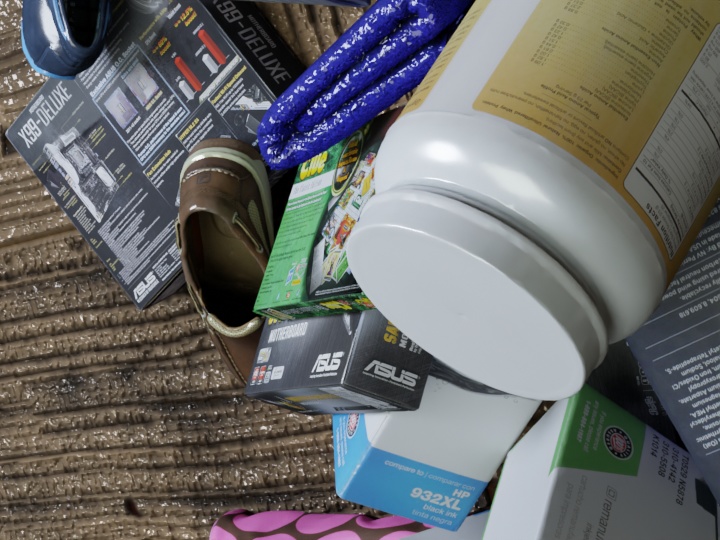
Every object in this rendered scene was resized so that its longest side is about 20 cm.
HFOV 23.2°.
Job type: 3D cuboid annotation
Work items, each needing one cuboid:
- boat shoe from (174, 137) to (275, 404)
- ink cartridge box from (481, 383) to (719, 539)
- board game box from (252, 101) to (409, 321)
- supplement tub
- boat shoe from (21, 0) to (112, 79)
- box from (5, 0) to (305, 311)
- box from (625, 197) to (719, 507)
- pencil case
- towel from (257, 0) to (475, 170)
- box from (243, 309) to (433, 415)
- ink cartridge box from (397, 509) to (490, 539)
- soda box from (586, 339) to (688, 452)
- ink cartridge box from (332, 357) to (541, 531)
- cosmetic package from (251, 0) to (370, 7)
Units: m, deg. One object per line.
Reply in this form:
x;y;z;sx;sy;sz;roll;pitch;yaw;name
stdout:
-0.079;0.018;1.115;0.074;0.075;0.204;-6;128;14;boat shoe
0.162;0.176;0.922;0.199;0.147;0.085;32;129;-7;ink cartridge box
-0.008;-0.028;0.934;0.023;0.200;0.106;18;81;-17;board game box
0.095;-0.058;0.800;0.144;0.201;0.145;29;158;13;supplement tub
-0.170;-0.223;1.097;0.068;0.083;0.203;-7;87;59;boat shoe
-0.127;-0.094;1.156;0.158;0.050;0.200;51;125;6;box
0.225;0.031;0.926;0.104;0.148;0.202;-28;92;35;box
-0.012;0.196;1.166;0.198;0.093;0.092;-7;86;32;pencil case
0.033;-0.135;0.952;0.050;0.200;0.147;46;129;-6;towel
0.000;0.000;1.004;0.200;0.048;0.160;166;121;-71;box
0.099;0.247;1.080;0.115;0.068;0.202;-16;117;-6;ink cartridge box
0.172;0.109;1.034;0.063;0.071;0.202;-4;106;31;soda box
0.059;0.025;1.019;0.083;0.146;0.201;19;124;-16;ink cartridge box
-0.101;-0.195;0.978;0.198;0.107;0.091;3;95;20;cosmetic package
